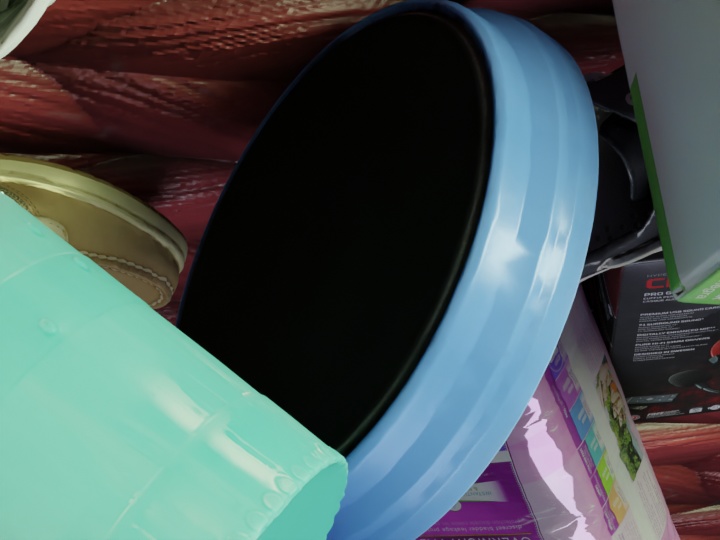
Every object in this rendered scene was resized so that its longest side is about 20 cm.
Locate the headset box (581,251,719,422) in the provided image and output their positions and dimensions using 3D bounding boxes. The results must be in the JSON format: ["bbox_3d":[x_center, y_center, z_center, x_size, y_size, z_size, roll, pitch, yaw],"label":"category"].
[{"bbox_3d":[0.168,-0.012,0.950,0.147,0.076,0.200,-7,156,-1],"label":"headset box"}]

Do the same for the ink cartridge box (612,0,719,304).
[{"bbox_3d":[0.192,-0.064,0.759,0.198,0.147,0.084,5,153,-27],"label":"ink cartridge box"}]

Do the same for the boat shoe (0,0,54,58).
[{"bbox_3d":[-0.058,-0.135,0.524,0.073,0.067,0.201,9,123,-22],"label":"boat shoe"}]

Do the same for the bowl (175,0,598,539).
[{"bbox_3d":[0.000,0.000,0.778,0.039,0.202,0.200,26,141,-29],"label":"bowl"}]

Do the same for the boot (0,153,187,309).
[{"bbox_3d":[-0.150,0.034,0.836,0.199,0.157,0.073,16,153,-40],"label":"boot"}]

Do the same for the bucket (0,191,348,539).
[{"bbox_3d":[-0.105,0.095,0.665,0.134,0.208,0.208,31,157,10],"label":"bucket"}]

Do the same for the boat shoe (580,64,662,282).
[{"bbox_3d":[0.092,-0.039,0.826,0.199,0.074,0.060,-26,174,8],"label":"boat shoe"}]

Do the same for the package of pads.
[{"bbox_3d":[0.047,0.065,0.956,0.120,0.076,0.201,-3,127,32],"label":"package of pads"}]
